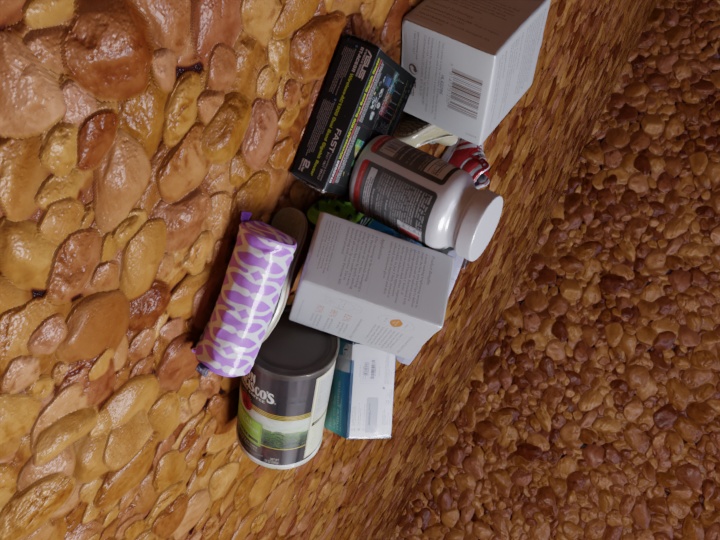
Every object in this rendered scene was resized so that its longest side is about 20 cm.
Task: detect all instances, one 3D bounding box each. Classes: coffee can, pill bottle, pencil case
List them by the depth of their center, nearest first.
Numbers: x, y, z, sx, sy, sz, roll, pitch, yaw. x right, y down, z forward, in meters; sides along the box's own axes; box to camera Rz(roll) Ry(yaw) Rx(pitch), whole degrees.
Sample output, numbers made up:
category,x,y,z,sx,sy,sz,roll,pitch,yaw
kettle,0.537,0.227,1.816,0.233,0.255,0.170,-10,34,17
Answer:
category,x,y,z,sx,sy,sz,roll,pitch,yaw
pencil case,-0.150,0.037,0.841,0.083,0.084,0.204,6,110,-62
pill bottle,0.090,-0.099,0.910,0.116,0.197,0.118,-46,153,-32
coffee can,-0.115,0.179,0.998,0.146,0.144,0.204,-37,147,-46

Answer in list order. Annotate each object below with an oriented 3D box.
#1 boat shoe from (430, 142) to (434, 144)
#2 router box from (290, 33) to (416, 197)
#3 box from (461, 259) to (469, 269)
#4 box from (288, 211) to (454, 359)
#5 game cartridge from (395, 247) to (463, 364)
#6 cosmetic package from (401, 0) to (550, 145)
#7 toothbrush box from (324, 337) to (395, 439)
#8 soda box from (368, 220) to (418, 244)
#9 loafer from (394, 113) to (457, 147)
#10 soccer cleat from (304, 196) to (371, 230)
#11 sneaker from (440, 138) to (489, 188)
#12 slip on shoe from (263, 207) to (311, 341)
category,x,y,z,sx,sy,sz,roll,pitch,yaw
boat shoe,0.194,-0.318,1.242,0.203,0.070,0.070,-56,157,-17
router box,-0.007,-0.207,0.923,0.149,0.061,0.205,-1,116,-67
box,0.132,-0.097,1.180,0.100,0.197,0.076,-43,150,-39
box,0.011,0.027,0.918,0.153,0.195,0.109,121,-14,-63
game cartridge,0.099,0.044,1.067,0.204,0.040,0.134,-65,-160,11
cosmetic package,0.181,-0.349,1.053,0.200,0.164,0.170,-47,154,-32
toothbrush box,-0.023,0.189,1.098,0.083,0.199,0.151,5,87,-24
soda box,0.074,-0.018,1.161,0.068,0.063,0.204,-44,118,-44
loafer,0.139,-0.250,1.145,0.198,0.075,0.070,-31,127,-30
soccer cleat,-0.029,-0.076,1.025,0.199,0.067,0.082,-25,150,-58
sneaker,0.247,-0.255,1.381,0.203,0.111,0.071,-59,158,-11
slip on shoe,-0.120,0.013,0.910,0.205,0.073,0.061,-68,161,-1
